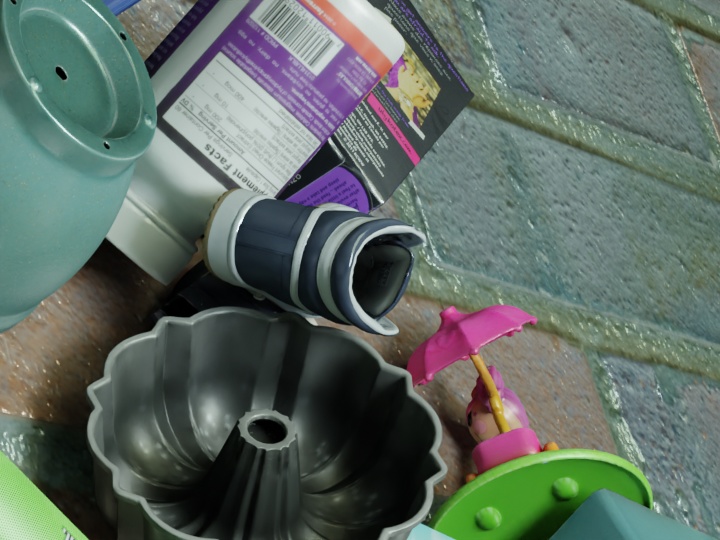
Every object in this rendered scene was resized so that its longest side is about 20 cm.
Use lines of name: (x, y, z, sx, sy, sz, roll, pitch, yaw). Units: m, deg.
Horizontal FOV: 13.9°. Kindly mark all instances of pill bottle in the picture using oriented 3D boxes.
pill bottle: (-0.078, -0.092, 1.716, 0.111, 0.200, 0.111, 42, 1, 0)

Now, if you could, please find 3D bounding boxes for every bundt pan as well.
bundt pan: (-0.057, 0.114, 1.623, 0.201, 0.076, 0.202, 8, 39, -7)

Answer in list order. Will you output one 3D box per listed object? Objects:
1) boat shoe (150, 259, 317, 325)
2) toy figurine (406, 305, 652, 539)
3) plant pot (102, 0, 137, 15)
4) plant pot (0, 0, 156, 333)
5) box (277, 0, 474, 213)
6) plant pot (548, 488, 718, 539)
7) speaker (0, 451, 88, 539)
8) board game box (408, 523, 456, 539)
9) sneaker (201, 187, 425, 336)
boat shoe: (-0.048, 0.078, 1.765, 0.200, 0.075, 0.093, 52, 35, 3)
toy figurine: (0.099, 0.112, 1.922, 0.200, 0.150, 0.184, 61, 9, -49)
plant pot: (-0.154, -0.269, 1.768, 0.200, 0.200, 0.180, 55, 21, -6)
plant pot: (-0.196, -0.082, 1.599, 0.200, 0.134, 0.201, 38, 36, -34)
box: (-0.027, -0.093, 1.890, 0.106, 0.122, 0.200, 55, 28, -8)
plant pot: (0.188, 0.267, 1.815, 0.141, 0.141, 0.200, 26, 22, -46)
speaker: (-0.172, 0.154, 1.471, 0.200, 0.088, 0.089, 48, 31, -21)
board game box: (0.007, 0.203, 1.674, 0.200, 0.047, 0.151, 26, 38, -12)
sneaker: (0.000, 0.000, 1.700, 0.200, 0.108, 0.070, 13, 91, -64)
